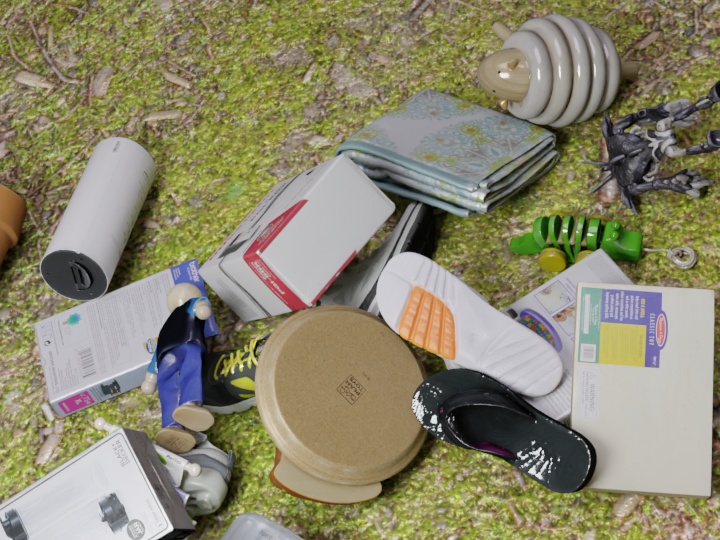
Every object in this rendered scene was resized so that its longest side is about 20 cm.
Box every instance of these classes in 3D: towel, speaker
[{"bbox_3d":[0.098,-0.130,1.749,0.200,0.048,0.171,23,39,30],"label":"towel"},{"bbox_3d":[-0.298,-0.060,1.811,0.081,0.081,0.200,-2,43,16],"label":"speaker"}]

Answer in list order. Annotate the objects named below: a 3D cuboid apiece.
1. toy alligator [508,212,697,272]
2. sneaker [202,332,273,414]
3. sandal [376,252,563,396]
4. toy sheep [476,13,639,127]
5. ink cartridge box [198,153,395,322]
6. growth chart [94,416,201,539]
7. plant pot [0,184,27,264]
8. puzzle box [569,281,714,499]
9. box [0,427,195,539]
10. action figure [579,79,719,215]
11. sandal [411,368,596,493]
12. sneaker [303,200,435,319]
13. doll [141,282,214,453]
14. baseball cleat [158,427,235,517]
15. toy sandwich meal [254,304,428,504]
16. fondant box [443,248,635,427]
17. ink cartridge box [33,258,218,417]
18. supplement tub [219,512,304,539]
[{"bbox_3d":[0.250,-0.033,1.653,0.199,0.054,0.059,4,56,21],"label":"toy alligator"},{"bbox_3d":[-0.106,0.096,1.650,0.199,0.085,0.075,-4,52,15],"label":"sneaker"},{"bbox_3d":[0.106,0.062,1.559,0.206,0.059,0.079,34,89,14],"label":"sandal"},{"bbox_3d":[0.221,-0.224,1.763,0.199,0.138,0.138,-10,47,-21],"label":"toy sheep"},{"bbox_3d":[-0.071,-0.031,1.664,0.147,0.083,0.200,-50,13,-21],"label":"ink cartridge box"},{"bbox_3d":[-0.229,0.260,1.554,0.144,0.018,0.201,17,85,19],"label":"growth chart"},{"bbox_3d":[-0.493,-0.026,1.813,0.199,0.200,0.140,1,71,18],"label":"plant pot"},{"bbox_3d":[0.266,0.112,1.497,0.133,0.025,0.201,4,75,4],"label":"puzzle box"},{"bbox_3d":[-0.274,0.252,1.528,0.200,0.060,0.117,-34,73,8],"label":"box"},{"bbox_3d":[0.330,-0.131,1.672,0.200,0.102,0.119,-25,71,50],"label":"action figure"},{"bbox_3d":[0.128,0.145,1.485,0.200,0.048,0.076,22,97,33],"label":"sandal"},{"bbox_3d":[0.000,0.000,1.695,0.115,0.076,0.201,13,62,24],"label":"sneaker"},{"bbox_3d":[-0.187,0.090,1.636,0.136,0.048,0.200,-49,32,36],"label":"doll"},{"bbox_3d":[-0.223,0.212,1.625,0.199,0.070,0.107,0,38,15],"label":"baseball cleat"},{"bbox_3d":[-0.021,0.134,1.562,0.205,0.070,0.206,9,65,-19],"label":"toy sandwich meal"},{"bbox_3d":[0.203,0.088,1.575,0.200,0.058,0.144,-31,51,-8],"label":"fondant box"},{"bbox_3d":[-0.255,0.073,1.745,0.200,0.042,0.120,-24,50,3],"label":"ink cartridge box"},{"bbox_3d":[-0.118,0.333,1.451,0.122,0.123,0.200,23,64,31],"label":"supplement tub"}]
